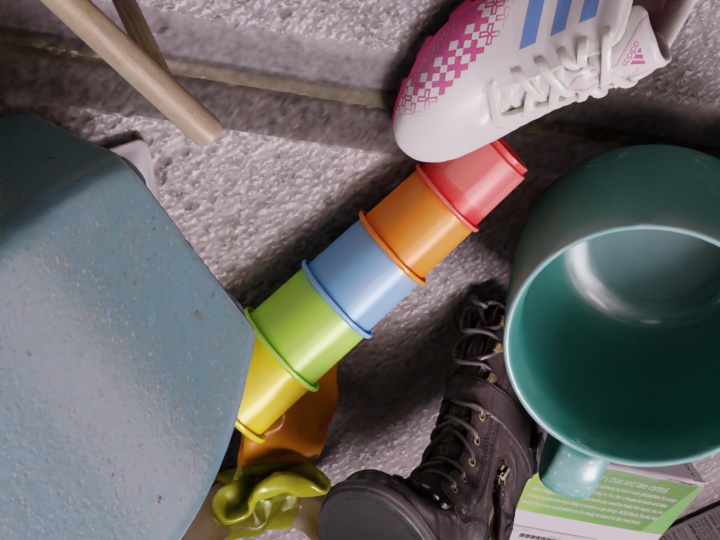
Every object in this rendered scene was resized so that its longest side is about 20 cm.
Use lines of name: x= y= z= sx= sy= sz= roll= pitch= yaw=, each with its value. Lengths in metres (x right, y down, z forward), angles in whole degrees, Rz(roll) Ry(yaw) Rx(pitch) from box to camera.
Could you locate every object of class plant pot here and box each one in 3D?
plant pot: x=-0.167 y=0.042 z=1.312 sx=0.200 sy=0.196 sz=0.197 roll=-44 pitch=120 yaw=-14

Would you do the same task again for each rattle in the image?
rattle: x=-0.029 y=0.157 z=1.539 sx=0.130 sy=0.201 sz=0.143 roll=27 pitch=126 yaw=-15

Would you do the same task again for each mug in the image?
mug: x=0.143 y=0.017 z=1.559 sx=0.184 sy=0.115 sz=0.152 roll=-29 pitch=114 yaw=25

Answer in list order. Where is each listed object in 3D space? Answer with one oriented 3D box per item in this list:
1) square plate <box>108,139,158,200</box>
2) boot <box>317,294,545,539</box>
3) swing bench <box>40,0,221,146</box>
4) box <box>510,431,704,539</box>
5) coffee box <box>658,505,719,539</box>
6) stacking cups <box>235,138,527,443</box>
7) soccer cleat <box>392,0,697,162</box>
square plate: x=-0.182 y=0.041 z=1.455 sx=0.199 sy=0.029 sz=0.199 roll=-21 pitch=141 yaw=-13
boot: x=0.048 y=0.093 z=1.577 sx=0.069 sy=0.175 sz=0.200 roll=3 pitch=155 yaw=26
swing bench: x=-0.072 y=-0.195 z=1.195 sx=0.199 sy=0.130 sz=0.200 roll=-40 pitch=136 yaw=13
box: x=0.099 y=0.179 z=1.787 sx=0.144 sy=0.036 sz=0.200 roll=14 pitch=125 yaw=-42
coffee box: x=0.258 y=0.206 z=1.883 sx=0.199 sy=0.080 sz=0.113 roll=-23 pitch=140 yaw=-10
stacking cups: x=0.000 y=0.000 z=1.514 sx=0.200 sy=0.061 sz=0.060 roll=-44 pitch=141 yaw=5
soccer cleat: x=0.100 y=-0.111 z=1.428 sx=0.200 sy=0.087 sz=0.070 roll=-42 pitch=141 yaw=14
